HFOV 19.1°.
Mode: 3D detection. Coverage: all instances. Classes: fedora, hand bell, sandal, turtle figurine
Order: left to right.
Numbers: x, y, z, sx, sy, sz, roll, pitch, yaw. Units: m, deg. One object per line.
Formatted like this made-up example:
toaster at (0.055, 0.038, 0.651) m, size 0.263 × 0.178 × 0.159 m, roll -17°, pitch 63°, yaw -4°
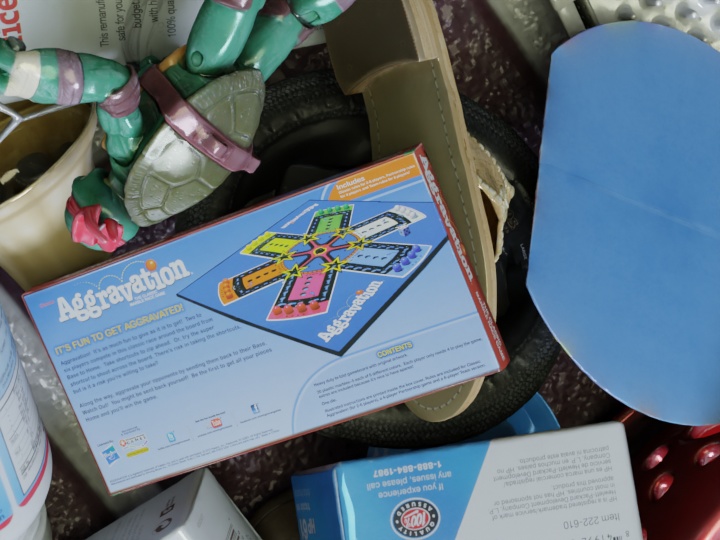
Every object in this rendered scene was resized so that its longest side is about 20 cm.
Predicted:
hand bell at (-0.121, 0.018, 1.037) m, size 0.104 × 0.104 × 0.200 m, roll -36°, pitch 121°, yaw -5°
turtle figurine at (-0.082, -0.078, 0.904) m, size 0.101 × 0.150 × 0.200 m, roll 45°, pitch 97°, yaw 8°
fedora at (0.000, 0.000, 1.033) m, size 0.200 × 0.092 × 0.201 m, roll 4°, pitch 77°, yaw -18°
sandal at (0.042, -0.043, 0.967) m, size 0.070 × 0.078 × 0.212 m, roll -13°, pitch 91°, yaw -44°

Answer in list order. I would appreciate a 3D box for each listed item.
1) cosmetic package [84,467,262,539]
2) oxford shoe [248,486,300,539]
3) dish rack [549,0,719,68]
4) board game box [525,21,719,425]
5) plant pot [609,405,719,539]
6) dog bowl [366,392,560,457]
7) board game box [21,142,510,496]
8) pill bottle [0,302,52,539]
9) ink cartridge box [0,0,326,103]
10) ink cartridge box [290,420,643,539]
cosmetic package at (-0.131, 0.193, 1.033) m, size 0.200 × 0.074 × 0.102 m, roll -31°, pitch 104°, yaw 15°
oxford shoe at (0.017, 0.191, 1.102) m, size 0.084 × 0.073 × 0.200 m, roll -41°, pitch 109°, yaw -9°
dish rack at (0.185, -0.135, 1.089) m, size 0.171 × 0.044 × 0.200 m, roll -30°, pitch 107°, yaw -7°
board game box at (0.138, -0.021, 1.038) m, size 0.158 × 0.039 × 0.200 m, roll 19°, pitch 66°, yaw -28°
plant pot at (0.210, 0.155, 1.082) m, size 0.200 × 0.182 × 0.201 m, roll -3°, pitch 102°, yaw -13°
dog bowl at (0.051, 0.150, 1.072) m, size 0.111 × 0.050 × 0.200 m, roll 9°, pitch 74°, yaw -39°
board game box at (-0.044, 0.025, 0.942) m, size 0.200 × 0.019 × 0.103 m, roll -19°, pitch 101°, yaw 21°
pill bottle at (-0.202, 0.068, 0.970) m, size 0.109 × 0.109 × 0.200 m, roll -19°, pitch 134°, yaw -10°
ink cartridge box at (-0.094, -0.165, 0.959) m, size 0.200 × 0.083 × 0.147 m, roll -12°, pitch 142°, yaw -12°
ink cartridge box at (0.058, 0.179, 0.976) m, size 0.144 × 0.085 × 0.200 m, roll -7°, pitch 83°, yaw -19°
